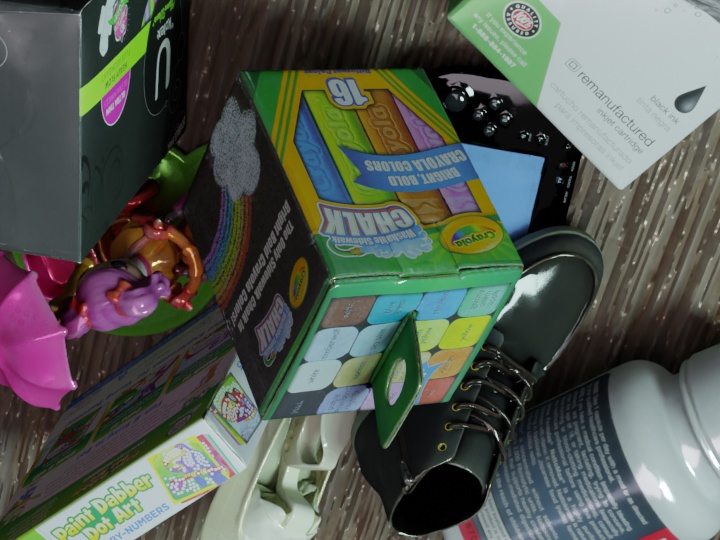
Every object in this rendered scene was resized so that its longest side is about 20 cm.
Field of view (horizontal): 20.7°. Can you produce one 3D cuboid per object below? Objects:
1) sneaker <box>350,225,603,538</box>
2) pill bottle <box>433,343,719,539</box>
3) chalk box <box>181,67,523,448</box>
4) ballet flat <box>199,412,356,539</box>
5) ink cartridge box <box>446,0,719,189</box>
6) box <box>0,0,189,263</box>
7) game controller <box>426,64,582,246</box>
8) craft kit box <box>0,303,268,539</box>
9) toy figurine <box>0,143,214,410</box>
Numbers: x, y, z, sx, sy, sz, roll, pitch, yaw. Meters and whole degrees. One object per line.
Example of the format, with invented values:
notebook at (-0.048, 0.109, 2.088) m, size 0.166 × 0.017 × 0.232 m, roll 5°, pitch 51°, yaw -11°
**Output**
sneaker at (0.082, 0.070, 1.163) m, size 0.075 × 0.106 × 0.200 m, roll 35°, pitch 103°, yaw -24°
pill bottle at (0.156, 0.123, 1.200) m, size 0.200 × 0.120 × 0.120 m, roll -28°, pitch 107°, yaw 24°
chalk box at (0.000, 0.000, 1.091) m, size 0.124 × 0.200 × 0.125 m, roll -4°, pitch 143°, yaw -29°
ballet flat at (-0.044, 0.126, 1.236) m, size 0.069 × 0.069 × 0.200 m, roll 22°, pitch 94°, yaw 2°
ink cartridge box at (0.169, -0.167, 1.074) m, size 0.146 × 0.084 × 0.200 m, roll 43°, pitch 118°, yaw -10°
box at (-0.182, -0.117, 1.114) m, size 0.124 × 0.200 × 0.149 m, roll 9°, pitch 118°, yaw 9°
game controller at (0.070, -0.028, 1.190) m, size 0.104 × 0.042 × 0.200 m, roll 14°, pitch 119°, yaw 6°
craft kit box at (-0.130, 0.100, 1.212) m, size 0.200 × 0.198 × 0.049 m, roll -34°, pitch 103°, yaw 26°
toy figurine at (-0.150, 0.008, 1.179) m, size 0.200 × 0.184 × 0.150 m, roll -12°, pitch 113°, yaw 18°
